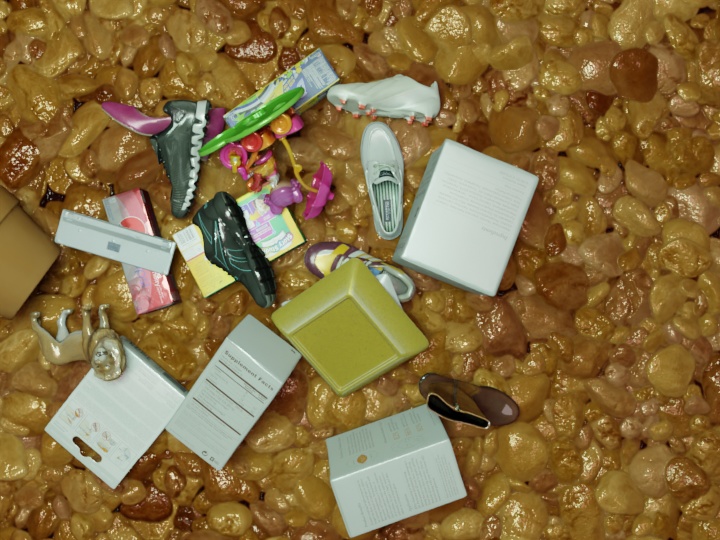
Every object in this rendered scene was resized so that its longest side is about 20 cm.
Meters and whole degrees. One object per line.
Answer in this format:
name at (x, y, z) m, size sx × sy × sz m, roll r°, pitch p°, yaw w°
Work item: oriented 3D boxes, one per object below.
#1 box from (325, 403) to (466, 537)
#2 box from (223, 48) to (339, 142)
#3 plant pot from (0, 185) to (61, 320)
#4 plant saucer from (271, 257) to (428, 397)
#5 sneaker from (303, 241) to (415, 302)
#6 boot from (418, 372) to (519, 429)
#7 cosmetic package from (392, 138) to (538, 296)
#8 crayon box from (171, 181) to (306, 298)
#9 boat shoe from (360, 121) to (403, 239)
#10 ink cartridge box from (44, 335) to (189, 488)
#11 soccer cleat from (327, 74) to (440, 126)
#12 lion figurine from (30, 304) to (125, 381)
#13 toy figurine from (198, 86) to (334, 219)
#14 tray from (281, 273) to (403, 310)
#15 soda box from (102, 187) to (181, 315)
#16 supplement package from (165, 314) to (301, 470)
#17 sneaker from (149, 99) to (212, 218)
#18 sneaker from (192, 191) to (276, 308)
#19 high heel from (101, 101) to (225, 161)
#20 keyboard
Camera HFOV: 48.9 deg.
box at (0.053, 0.321, 1.295) m, size 0.197 × 0.152 × 0.108 m, roll -19°, pitch 104°, yaw -1°
box at (-0.132, -0.286, 1.339) m, size 0.199 × 0.070 × 0.065 m, roll -35°, pitch 92°, yaw -2°
plant pot at (-0.581, -0.016, 1.274) m, size 0.139 × 0.200 × 0.201 m, roll 37°, pitch 89°, yaw -17°
plant saucer at (-0.022, 0.110, 1.290) m, size 0.199 × 0.049 × 0.201 m, roll -34°, pitch 107°, yaw 24°
sneaker at (0.000, 0.000, 1.332) m, size 0.197 × 0.090 × 0.076 m, roll 17°, pitch 88°, yaw -3°
boot at (0.187, 0.218, 1.283) m, size 0.186 × 0.200 × 0.069 m, roll 27°, pitch 89°, yaw -1°
cosmetic package at (0.166, -0.081, 1.300) m, size 0.164 × 0.167 × 0.203 m, roll 21°, pitch 89°, yaw -2°
crayon box at (-0.203, -0.053, 1.342) m, size 0.198 × 0.058 × 0.120 m, roll -29°, pitch 91°, yaw -2°
boat shoe at (0.045, -0.156, 1.346) m, size 0.072 × 0.067 × 0.204 m, roll -11°, pitch 90°, yaw -2°
ink cartridge box at (-0.410, 0.239, 1.345) m, size 0.160 × 0.047 × 0.201 m, roll 39°, pitch 92°, yaw -1°
soccer cleat at (0.040, -0.298, 1.347) m, size 0.196 × 0.069 × 0.079 m, roll 6°, pitch 81°, yaw -12°
lion figurine at (-0.468, 0.123, 1.309) m, size 0.197 × 0.072 × 0.125 m, roll -7°, pitch 87°, yaw 30°
toy figurine at (-0.129, -0.160, 1.265) m, size 0.198 × 0.151 × 0.186 m, roll -27°, pitch 111°, yaw 13°
tray at (-0.028, 0.078, 1.315) m, size 0.197 × 0.022 × 0.109 m, roll -16°, pitch 113°, yaw 19°
soda box at (-0.368, -0.031, 1.335) m, size 0.069 × 0.063 × 0.203 m, roll -17°, pitch 90°, yaw -2°
supplement package at (-0.204, 0.196, 1.284) m, size 0.117 × 0.117 × 0.201 m, roll 37°, pitch 109°, yaw 0°
sneaker at (-0.304, -0.188, 1.301) m, size 0.089 × 0.067 × 0.203 m, roll 10°, pitch 109°, yaw -12°
sneaker at (-0.203, -0.025, 1.287) m, size 0.078 × 0.075 × 0.202 m, roll -28°, pitch 85°, yaw 12°
high heel at (-0.328, -0.265, 1.330) m, size 0.197 × 0.067 × 0.097 m, roll 24°, pitch 99°, yaw -7°
keyboard at (-0.403, -0.046, 1.300) m, size 0.197 × 0.011 × 0.057 m, roll 16°, pitch 97°, yaw 2°
